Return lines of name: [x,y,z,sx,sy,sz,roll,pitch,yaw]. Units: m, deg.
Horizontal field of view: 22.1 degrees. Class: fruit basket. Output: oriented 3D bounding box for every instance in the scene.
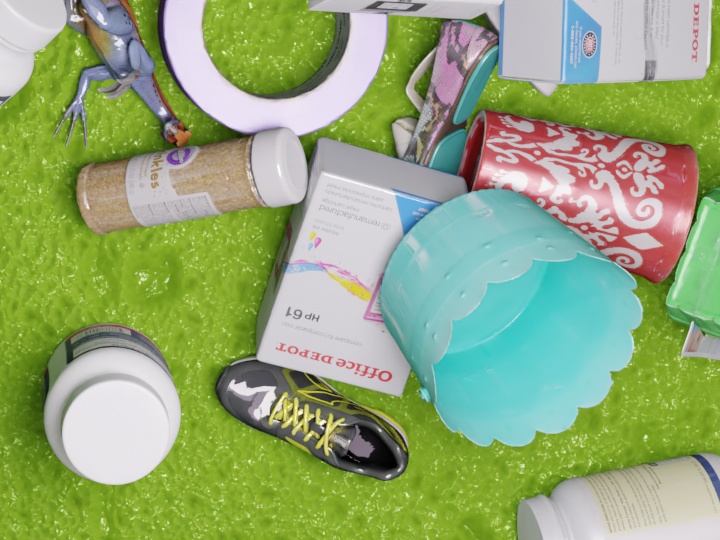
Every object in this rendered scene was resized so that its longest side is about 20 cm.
fruit basket: [0.364,0.000,1.721,0.200,0.094,0.185,13,98,-57]

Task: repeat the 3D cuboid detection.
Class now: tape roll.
tape roll: [-0.080,-0.221,1.650,0.200,0.085,0.200,-2,98,-11]

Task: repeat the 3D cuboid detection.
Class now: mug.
mug: [0.191,-0.055,1.694,0.200,0.133,0.178,14,72,-8]

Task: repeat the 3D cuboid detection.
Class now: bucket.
bucket: [0.124,0.038,1.590,0.207,0.135,0.207,-15,128,-20]

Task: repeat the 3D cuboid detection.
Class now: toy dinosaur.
toy dinosaur: [-0.204,-0.199,1.634,0.181,0.105,0.200,36,78,-33]

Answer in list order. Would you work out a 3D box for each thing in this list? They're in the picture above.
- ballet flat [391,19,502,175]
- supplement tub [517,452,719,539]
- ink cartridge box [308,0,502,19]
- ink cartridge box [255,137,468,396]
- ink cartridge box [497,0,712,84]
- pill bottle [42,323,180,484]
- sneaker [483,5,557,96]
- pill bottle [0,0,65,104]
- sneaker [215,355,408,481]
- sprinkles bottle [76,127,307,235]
ballet flat: [0.069,-0.141,1.689,0.071,0.069,0.200,32,122,21]
supplement tub: [0.261,0.260,1.752,0.200,0.145,0.145,-10,100,-8]
ink cartridge box: [0.019,-0.284,1.584,0.200,0.067,0.116,0,85,-23]
ink cartridge box: [0.000,0.000,1.668,0.144,0.085,0.200,15,116,-11]
ink cartridge box: [0.223,-0.244,1.657,0.200,0.084,0.145,-7,101,-41]
pill bottle: [-0.219,0.121,1.617,0.119,0.200,0.120,-1,99,-9]
sneaker: [0.163,-0.267,1.689,0.118,0.074,0.201,-28,100,2]
pill bottle: [-0.347,-0.179,1.546,0.200,0.120,0.120,-36,104,24]
sneaker: [-0.038,0.137,1.711,0.200,0.085,0.075,22,93,-13]
sprinkles bottle: [-0.149,-0.078,1.627,0.200,0.068,0.068,-9,101,19]
